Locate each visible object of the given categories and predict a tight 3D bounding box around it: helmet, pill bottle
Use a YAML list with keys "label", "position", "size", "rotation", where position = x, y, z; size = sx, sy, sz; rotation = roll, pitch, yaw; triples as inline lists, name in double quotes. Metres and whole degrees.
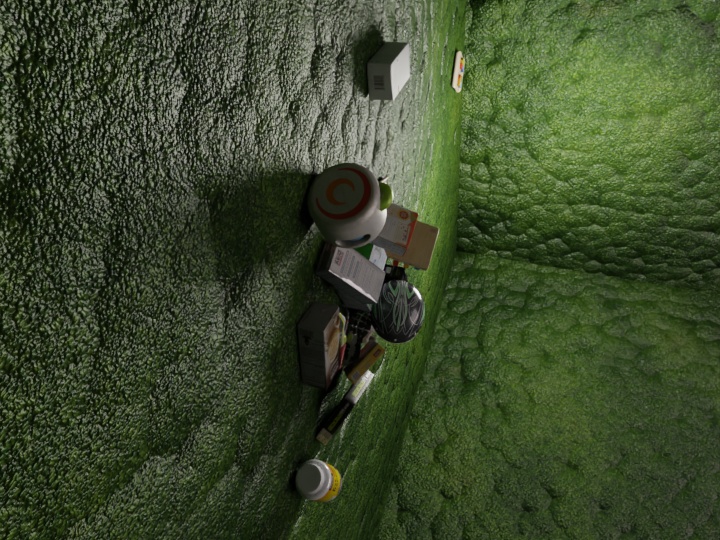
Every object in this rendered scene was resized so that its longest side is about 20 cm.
- label: "helmet"
  position: [0.120, 0.132, 1.737]
  size: [0.191, 0.198, 0.202]
  rotation: [112, -12, -89]
- label: "pill bottle"
  position: [-0.127, 0.622, 1.577]
  size: [0.200, 0.108, 0.110]
  rotation: [66, 38, -63]

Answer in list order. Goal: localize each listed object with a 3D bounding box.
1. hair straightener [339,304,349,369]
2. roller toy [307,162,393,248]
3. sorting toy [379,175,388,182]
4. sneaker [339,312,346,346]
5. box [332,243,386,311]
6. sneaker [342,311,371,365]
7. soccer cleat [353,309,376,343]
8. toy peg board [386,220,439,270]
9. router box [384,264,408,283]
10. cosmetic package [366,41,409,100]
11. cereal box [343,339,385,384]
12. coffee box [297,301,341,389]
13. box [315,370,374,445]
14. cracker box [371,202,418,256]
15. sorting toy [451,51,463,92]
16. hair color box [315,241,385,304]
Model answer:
- label: "hair straightener"
  position: [-0.067, 0.209, 1.683]
  size: [0.077, 0.040, 0.202]
  rotation: [150, -53, -78]
- label: "roller toy"
  position: [-0.032, -0.156, 1.311]
  size: [0.183, 0.199, 0.140]
  rotation: [-52, 157, -10]
- label: "sorting toy"
  position: [0.068, -0.214, 1.859]
  size: [0.185, 0.036, 0.202]
  rotation: [-48, 145, -61]
- label: "sneaker"
  position: [-0.085, 0.181, 1.528]
  size: [0.201, 0.073, 0.081]
  rotation: [79, 30, -48]
- label: "box"
  position: [0.000, 0.000, 1.661]
  size: [0.177, 0.096, 0.202]
  rotation: [64, 39, -60]
- label: "sneaker"
  position: [-0.026, 0.224, 1.763]
  size: [0.085, 0.077, 0.201]
  rotation: [-50, -168, 55]
- label: "soccer cleat"
  position: [0.026, 0.171, 1.861]
  size: [0.070, 0.085, 0.202]
  rotation: [-57, 152, -53]
- label: "toy peg board"
  position: [0.180, -0.093, 2.065]
  size: [0.098, 0.197, 0.201]
  rotation: [104, 6, -58]
- label: "router box"
  position: [0.095, 0.043, 1.907]
  size: [0.200, 0.148, 0.052]
  rotation: [70, 35, -60]
- label: "cosmetic package"
  position: [0.088, -0.606, 1.615]
  size: [0.201, 0.080, 0.114]
  rotation: [-62, 154, -44]
- label: "cereal box"
  position: [0.008, 0.293, 1.737]
  size: [0.144, 0.040, 0.200]
  rotation: [-46, -178, -7]
- label: "coffee box"
  position: [-0.108, 0.203, 1.439]
  size: [0.115, 0.079, 0.202]
  rotation: [-56, 152, -53]
- label: "box"
  position: [-0.048, 0.433, 1.703]
  size: [0.201, 0.047, 0.193]
  rotation: [-57, 172, 25]
- label: "cracker box"
  position: [0.060, -0.143, 1.588]
  size: [0.058, 0.198, 0.135]
  rotation: [118, -5, -59]
- label: "sorting toy"
  position: [0.542, -1.081, 2.910]
  size: [0.200, 0.036, 0.187]
  rotation: [-29, 127, -69]
- label: "hair color box"
  position: [-0.024, 0.007, 1.476]
  size: [0.199, 0.060, 0.100]
  rotation: [36, 61, -37]
